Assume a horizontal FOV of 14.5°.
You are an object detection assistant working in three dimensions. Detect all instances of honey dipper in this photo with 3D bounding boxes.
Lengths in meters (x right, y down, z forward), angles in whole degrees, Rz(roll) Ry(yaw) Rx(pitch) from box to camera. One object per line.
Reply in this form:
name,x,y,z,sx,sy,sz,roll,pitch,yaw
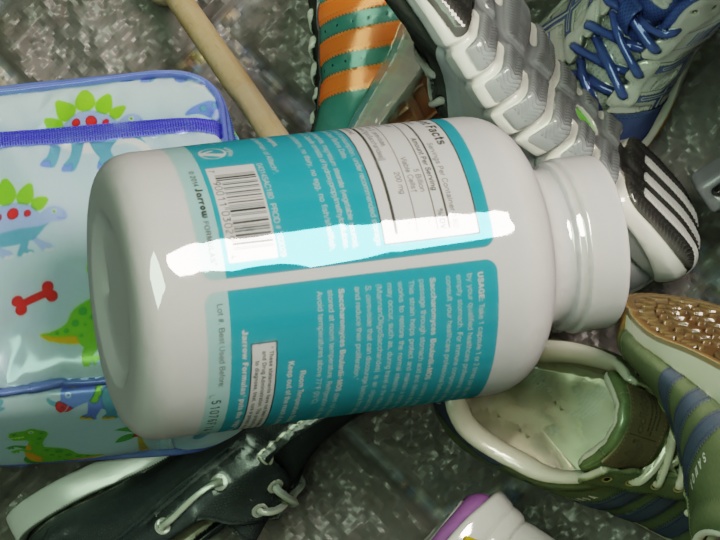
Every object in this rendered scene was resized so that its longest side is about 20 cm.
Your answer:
honey dipper,-0.051,-0.079,1.246,0.038,0.038,0.200,-38,49,6

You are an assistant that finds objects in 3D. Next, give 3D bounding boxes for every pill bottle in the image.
pill bottle,0.000,0.000,1.100,0.199,0.111,0.111,-6,79,-15

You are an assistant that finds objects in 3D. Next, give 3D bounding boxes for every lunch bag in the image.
lunch bag,-0.143,-0.002,1.188,0.199,0.083,0.161,-4,62,-3

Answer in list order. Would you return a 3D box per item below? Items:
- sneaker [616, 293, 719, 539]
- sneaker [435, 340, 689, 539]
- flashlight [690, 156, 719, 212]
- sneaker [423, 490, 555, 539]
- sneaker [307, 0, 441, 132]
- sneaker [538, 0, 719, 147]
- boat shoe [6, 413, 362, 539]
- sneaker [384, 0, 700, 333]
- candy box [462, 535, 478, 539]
sneaker,0.141,0.074,1.071,0.067,0.200,0.090,6,102,-19
sneaker,0.121,0.075,1.181,0.199,0.090,0.067,16,84,15
flashlight,0.243,-0.067,1.199,0.200,0.068,0.068,-35,79,12
sneaker,0.030,0.196,1.204,0.099,0.075,0.200,35,97,3
sneaker,0.009,-0.099,1.260,0.080,0.071,0.201,25,94,35
sneaker,0.118,-0.112,1.220,0.075,0.088,0.200,41,94,14
boat shoe,-0.060,0.093,1.245,0.200,0.076,0.061,-30,76,20
sneaker,0.041,-0.047,1.185,0.115,0.075,0.200,-35,108,26
candy box,0.050,0.215,1.174,0.102,0.026,0.201,20,103,-19
